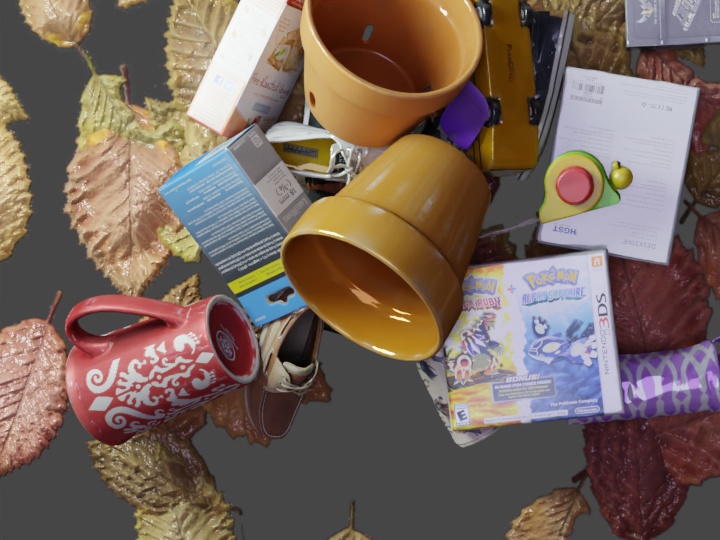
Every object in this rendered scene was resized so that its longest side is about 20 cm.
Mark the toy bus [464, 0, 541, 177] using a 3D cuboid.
[{"bbox_3d":[0.151,-0.209,1.670,0.064,0.078,0.203,-3,86,-26],"label":"toy bus"}]

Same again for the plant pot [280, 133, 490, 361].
[{"bbox_3d":[0.044,-0.038,1.614,0.199,0.201,0.184,32,62,5],"label":"plant pot"}]

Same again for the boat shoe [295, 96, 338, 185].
[{"bbox_3d":[-0.032,-0.197,1.765,0.065,0.075,0.202,9,96,6],"label":"boat shoe"}]

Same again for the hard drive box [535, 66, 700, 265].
[{"bbox_3d":[0.292,-0.119,1.716,0.154,0.077,0.203,11,96,8],"label":"hard drive box"}]

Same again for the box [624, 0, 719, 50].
[{"bbox_3d":[0.374,-0.353,1.698,0.156,0.048,0.203,-2,94,10],"label":"box"}]

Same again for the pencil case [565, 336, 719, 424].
[{"bbox_3d":[0.320,0.128,1.733,0.197,0.084,0.087,-5,71,8],"label":"pencil case"}]

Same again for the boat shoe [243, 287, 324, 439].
[{"bbox_3d":[-0.088,0.113,1.778,0.075,0.072,0.202,-2,114,-27],"label":"boat shoe"}]

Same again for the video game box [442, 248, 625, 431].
[{"bbox_3d":[0.189,0.078,1.686,0.197,0.047,0.185,-7,89,9],"label":"video game box"}]

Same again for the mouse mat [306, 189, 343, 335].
[{"bbox_3d":[0.000,0.000,1.765,0.198,0.007,0.163,14,98,34],"label":"mouse mat"}]

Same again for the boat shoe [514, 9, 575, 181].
[{"bbox_3d":[0.197,-0.203,1.728,0.061,0.075,0.203,12,90,7],"label":"boat shoe"}]

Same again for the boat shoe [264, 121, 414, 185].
[{"bbox_3d":[-0.019,-0.127,1.701,0.199,0.086,0.076,10,112,5],"label":"boat shoe"}]

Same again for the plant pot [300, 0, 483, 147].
[{"bbox_3d":[0.020,-0.229,1.649,0.197,0.140,0.202,8,57,-13],"label":"plant pot"}]

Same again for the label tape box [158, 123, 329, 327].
[{"bbox_3d":[-0.119,-0.049,1.721,0.144,0.063,0.201,-22,107,46],"label":"label tape box"}]

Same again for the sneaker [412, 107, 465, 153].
[{"bbox_3d":[0.095,-0.154,1.751,0.090,0.066,0.202,22,100,4],"label":"sneaker"}]

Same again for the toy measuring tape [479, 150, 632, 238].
[{"bbox_3d":[0.201,-0.088,1.663,0.198,0.074,0.075,-15,92,15],"label":"toy measuring tape"}]

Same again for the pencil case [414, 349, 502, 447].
[{"bbox_3d":[0.108,0.101,1.764,0.078,0.089,0.202,-27,89,53],"label":"pencil case"}]

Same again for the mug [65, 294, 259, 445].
[{"bbox_3d":[-0.238,0.106,1.750,0.198,0.177,0.135,-21,61,24],"label":"mug"}]

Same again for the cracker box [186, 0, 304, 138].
[{"bbox_3d":[-0.111,-0.249,1.739,0.057,0.134,0.202,29,99,16],"label":"cracker box"}]

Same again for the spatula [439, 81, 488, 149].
[{"bbox_3d":[0.098,-0.118,1.689,0.057,0.020,0.201,49,139,33],"label":"spatula"}]
